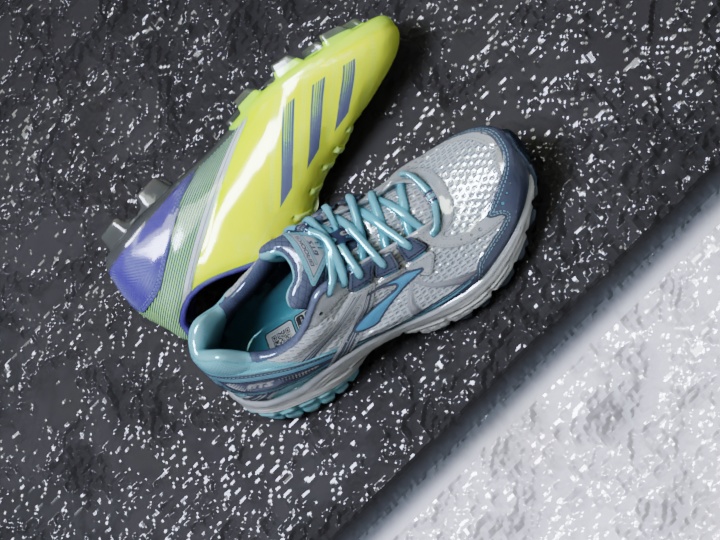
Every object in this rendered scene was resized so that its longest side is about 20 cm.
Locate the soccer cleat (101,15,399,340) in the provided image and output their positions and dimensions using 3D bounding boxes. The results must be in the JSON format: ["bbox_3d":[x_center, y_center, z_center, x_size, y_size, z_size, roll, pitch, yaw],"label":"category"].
[{"bbox_3d":[-0.044,-0.048,1.545,0.200,0.065,0.084,-44,86,9],"label":"soccer cleat"}]

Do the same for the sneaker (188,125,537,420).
[{"bbox_3d":[0.000,0.000,1.474,0.200,0.086,0.078,-41,58,15],"label":"sneaker"}]
